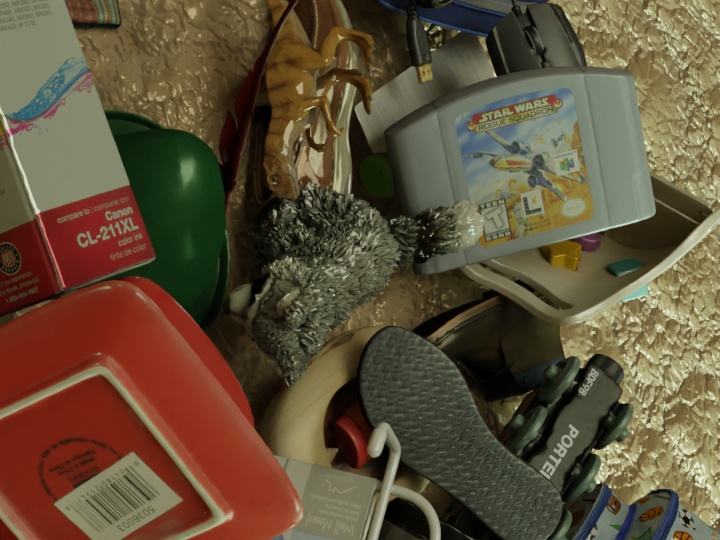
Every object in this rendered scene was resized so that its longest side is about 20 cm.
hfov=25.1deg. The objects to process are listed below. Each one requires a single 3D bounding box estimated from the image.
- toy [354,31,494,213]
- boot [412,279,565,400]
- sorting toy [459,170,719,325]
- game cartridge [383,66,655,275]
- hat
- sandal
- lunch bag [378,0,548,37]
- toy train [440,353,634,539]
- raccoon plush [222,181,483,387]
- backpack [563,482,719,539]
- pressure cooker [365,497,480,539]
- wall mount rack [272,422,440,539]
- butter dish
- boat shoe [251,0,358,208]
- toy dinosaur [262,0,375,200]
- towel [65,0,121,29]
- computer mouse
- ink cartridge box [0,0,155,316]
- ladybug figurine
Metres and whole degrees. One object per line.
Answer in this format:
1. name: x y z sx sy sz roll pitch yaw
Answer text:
1. toy: 0.057 -0.114 1.336 0.200 0.047 0.116 -41 110 -51
2. boot: 0.112 0.068 1.320 0.199 0.074 0.098 -22 91 -48
3. sorting toy: 0.165 -0.026 1.317 0.199 0.108 0.180 32 43 21
4. game cartridge: 0.123 -0.083 1.242 0.198 0.042 0.135 -15 111 -4
5. hat: -0.102 -0.056 1.063 0.165 0.175 0.202 -23 94 -48
6. sandal: 0.064 0.124 1.168 0.076 0.043 0.201 -42 105 -6
7. lunch bag: 0.081 -0.271 1.331 0.198 0.133 0.137 9 38 -37
8. toy train: 0.136 0.152 1.268 0.085 0.114 0.201 39 64 -6
9. raccoon plush: 0.000 0.000 1.140 0.134 0.198 0.097 -109 180 -57
10. backpack: 0.202 0.257 1.273 0.154 0.190 0.201 40 51 -9
11. pressure cooker: 0.047 0.278 1.100 0.175 0.178 0.201 35 82 -42
12. wall mount rack: -0.056 0.173 1.033 0.075 0.198 0.176 60 43 -62
13. butter dish: -0.151 0.082 0.991 0.200 0.198 0.148 55 23 -23
14. boat shoe: -0.049 -0.131 1.218 0.071 0.075 0.202 11 68 -39
15. toy dinosaur: -0.045 -0.152 1.164 0.105 0.061 0.202 -2 64 -6
16. towel: -0.237 -0.266 1.103 0.146 0.022 0.202 -7 84 -46
17. computer mouse: 0.114 -0.155 1.260 0.139 0.046 0.202 -18 107 -9
18. ink cartridge box: -0.225 -0.076 0.968 0.082 0.145 0.202 -22 94 -47
19. ladybug figurine: -0.007 0.116 1.185 0.199 0.072 0.137 -27 98 -46
